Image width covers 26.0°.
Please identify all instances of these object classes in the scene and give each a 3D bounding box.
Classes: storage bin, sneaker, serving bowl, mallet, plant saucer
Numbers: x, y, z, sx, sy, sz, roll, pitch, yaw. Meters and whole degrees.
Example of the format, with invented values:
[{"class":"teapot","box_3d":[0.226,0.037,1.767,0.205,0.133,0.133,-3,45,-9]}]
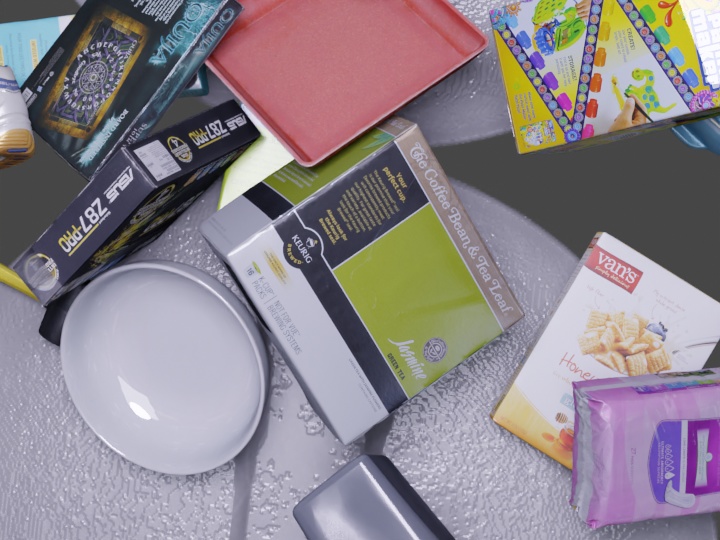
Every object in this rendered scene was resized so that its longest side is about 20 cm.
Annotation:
[{"class":"storage bin","box_3d":[0.012,0.243,1.363,0.145,0.200,0.135,-38,79,2]},{"class":"sneaker","box_3d":[-0.364,-0.124,1.393,0.198,0.075,0.089,-15,82,34]},{"class":"serving bowl","box_3d":[-0.168,0.079,1.403,0.198,0.066,0.202,6,112,16]},{"class":"mallet","box_3d":[-0.338,0.010,1.441,0.198,0.041,0.067,21,94,6]},{"class":"plant saucer","box_3d":[-0.022,-0.190,1.344,0.199,0.037,0.200,-35,58,-14]}]

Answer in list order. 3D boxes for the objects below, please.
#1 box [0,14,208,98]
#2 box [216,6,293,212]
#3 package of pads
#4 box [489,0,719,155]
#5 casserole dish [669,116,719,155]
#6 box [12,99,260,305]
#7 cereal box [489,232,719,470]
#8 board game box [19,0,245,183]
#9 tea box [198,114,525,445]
[{"class":"box","box_3d":[-0.243,-0.191,1.425,0.197,0.049,0.083,-7,91,2]},{"class":"box","box_3d":[-0.054,-0.127,1.421,0.121,0.048,0.202,12,91,1]},{"class":"package of pads","box_3d":[0.280,0.153,1.371,0.198,0.076,0.122,-4,105,-16]},{"class":"box","box_3d":[0.236,-0.178,1.311,0.191,0.200,0.123,-12,91,22]},{"class":"casserole dish","box_3d":[0.359,-0.195,1.414,0.121,0.039,0.200,43,93,1]},{"class":"box","box_3d":[-0.187,-0.062,1.327,0.161,0.200,0.049,-40,90,27]},{"class":"cereal box","box_3d":[0.228,0.086,1.421,0.143,0.040,0.201,30,92,-1]},{"class":"board game box","box_3d":[-0.205,-0.184,1.354,0.135,0.028,0.201,40,94,32]},{"class":"tea box","box_3d":[0.000,0.000,1.342,0.196,0.134,0.201,-33,109,-7]}]
